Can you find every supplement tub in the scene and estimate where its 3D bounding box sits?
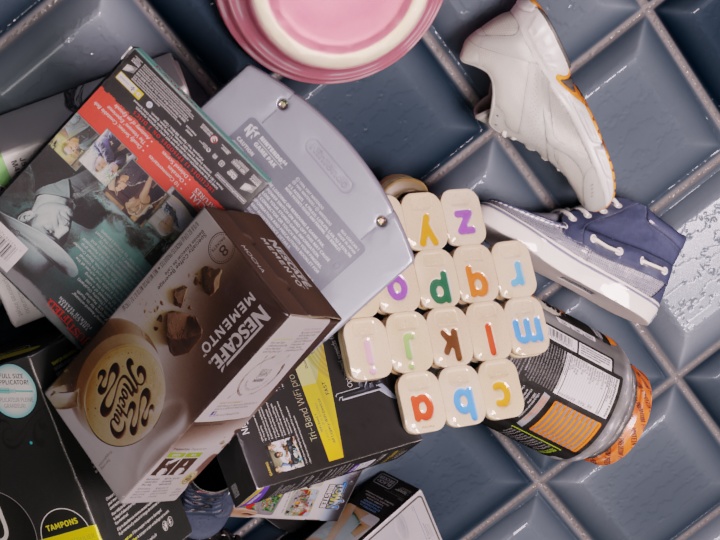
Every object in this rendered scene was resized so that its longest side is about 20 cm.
[{"bbox_3d":[0.157,0.093,1.535,0.199,0.123,0.123,28,106,-26],"label":"supplement tub"}]

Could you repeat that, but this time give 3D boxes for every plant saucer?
[{"bbox_3d":[-0.019,-0.240,1.365,0.198,0.051,0.203,-6,117,-12],"label":"plant saucer"}]

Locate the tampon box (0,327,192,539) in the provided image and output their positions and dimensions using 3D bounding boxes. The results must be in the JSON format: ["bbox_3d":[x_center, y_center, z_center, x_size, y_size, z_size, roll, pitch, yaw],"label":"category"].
[{"bbox_3d":[-0.257,0.160,1.388,0.149,0.126,0.202,-18,97,25],"label":"tampon box"}]

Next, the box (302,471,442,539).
[{"bbox_3d":[-0.013,0.295,1.578,0.199,0.060,0.118,-37,122,-25],"label":"box"}]

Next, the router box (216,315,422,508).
[{"bbox_3d":[-0.058,0.071,1.373,0.156,0.202,0.052,-12,163,-31],"label":"router box"}]

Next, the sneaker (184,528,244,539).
[{"bbox_3d":[-0.130,0.247,1.560,0.198,0.073,0.113,11,113,-19],"label":"sneaker"}]

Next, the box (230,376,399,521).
[{"bbox_3d":[-0.041,0.142,1.501,0.109,0.035,0.201,6,131,-23],"label":"box"}]

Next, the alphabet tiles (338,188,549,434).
[{"bbox_3d":[0.065,0.031,1.408,0.198,0.015,0.198,-6,78,-32],"label":"alphabet tiles"}]

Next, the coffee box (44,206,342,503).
[{"bbox_3d":[-0.125,0.064,1.275,0.200,0.113,0.080,-47,157,17],"label":"coffee box"}]

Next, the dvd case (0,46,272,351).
[{"bbox_3d":[-0.185,-0.048,1.301,0.146,0.022,0.200,43,100,-5],"label":"dvd case"}]

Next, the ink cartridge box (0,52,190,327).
[{"bbox_3d":[-0.213,-0.066,1.377,0.198,0.084,0.147,-21,119,-5],"label":"ink cartridge box"}]

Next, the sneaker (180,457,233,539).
[{"bbox_3d":[-0.130,0.170,1.433,0.074,0.085,0.202,-3,131,-12],"label":"sneaker"}]

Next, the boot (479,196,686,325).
[{"bbox_3d":[0.193,-0.035,1.524,0.199,0.073,0.091,29,81,-20],"label":"boot"}]

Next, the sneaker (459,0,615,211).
[{"bbox_3d":[0.148,-0.130,1.460,0.091,0.076,0.201,-25,111,8],"label":"sneaker"}]

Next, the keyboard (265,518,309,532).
[{"bbox_3d":[-0.036,0.146,1.568,0.200,0.021,0.127,-45,124,7],"label":"keyboard"}]

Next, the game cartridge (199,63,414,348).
[{"bbox_3d":[-0.056,-0.052,1.327,0.133,0.040,0.200,-40,96,7],"label":"game cartridge"}]

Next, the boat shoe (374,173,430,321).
[{"bbox_3d":[0.000,0.000,1.478,0.073,0.066,0.202,9,116,-30],"label":"boat shoe"}]
